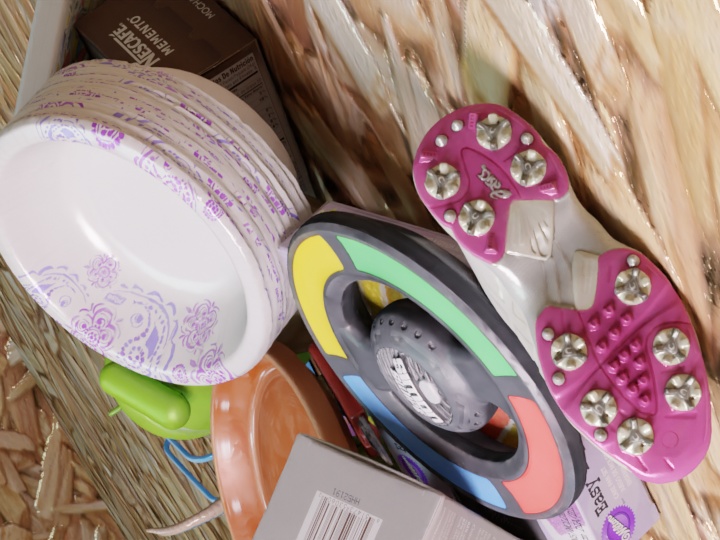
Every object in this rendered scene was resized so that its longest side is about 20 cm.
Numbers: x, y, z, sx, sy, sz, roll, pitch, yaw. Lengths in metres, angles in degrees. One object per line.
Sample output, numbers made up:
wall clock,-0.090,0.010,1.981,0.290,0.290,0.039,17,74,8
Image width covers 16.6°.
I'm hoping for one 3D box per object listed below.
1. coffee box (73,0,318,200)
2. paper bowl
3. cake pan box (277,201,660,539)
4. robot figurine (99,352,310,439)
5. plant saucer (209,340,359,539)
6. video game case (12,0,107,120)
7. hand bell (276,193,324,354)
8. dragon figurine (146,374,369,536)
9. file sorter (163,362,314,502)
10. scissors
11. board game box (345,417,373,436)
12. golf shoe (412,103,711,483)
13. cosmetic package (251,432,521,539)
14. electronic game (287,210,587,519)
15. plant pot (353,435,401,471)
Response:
coffee box,-0.097,-0.083,1.598,0.113,0.080,0.200,45,163,44
paper bowl,-0.116,-0.038,1.457,0.200,0.104,0.201,23,142,19
cake pan box,0.061,0.063,1.373,0.184,0.052,0.201,22,147,50
robot figurine,-0.109,0.050,1.798,0.200,0.175,0.116,-36,87,44
plant saucer,-0.038,0.139,1.533,0.200,0.032,0.201,42,140,50
video game case,-0.195,-0.107,1.631,0.023,0.201,0.182,11,179,5
hand bell,0.000,0.000,1.487,0.104,0.104,0.200,59,155,-15
dragon figurine,-0.052,0.121,1.680,0.059,0.200,0.099,38,177,19
file sorter,-0.126,0.065,1.981,0.139,0.122,0.201,37,157,53
scissors,0.007,0.096,1.423,0.073,0.014,0.200,64,175,-23
board game box,0.013,0.166,1.807,0.158,0.039,0.201,38,147,42
golf shoe,0.101,0.013,1.162,0.201,0.075,0.092,58,180,14
cosmetic package,0.035,0.169,1.387,0.106,0.091,0.200,20,174,32
electronic game,0.037,0.050,1.274,0.200,0.042,0.200,38,156,21
plant pot,0.038,0.210,1.638,0.200,0.200,0.185,33,144,60
